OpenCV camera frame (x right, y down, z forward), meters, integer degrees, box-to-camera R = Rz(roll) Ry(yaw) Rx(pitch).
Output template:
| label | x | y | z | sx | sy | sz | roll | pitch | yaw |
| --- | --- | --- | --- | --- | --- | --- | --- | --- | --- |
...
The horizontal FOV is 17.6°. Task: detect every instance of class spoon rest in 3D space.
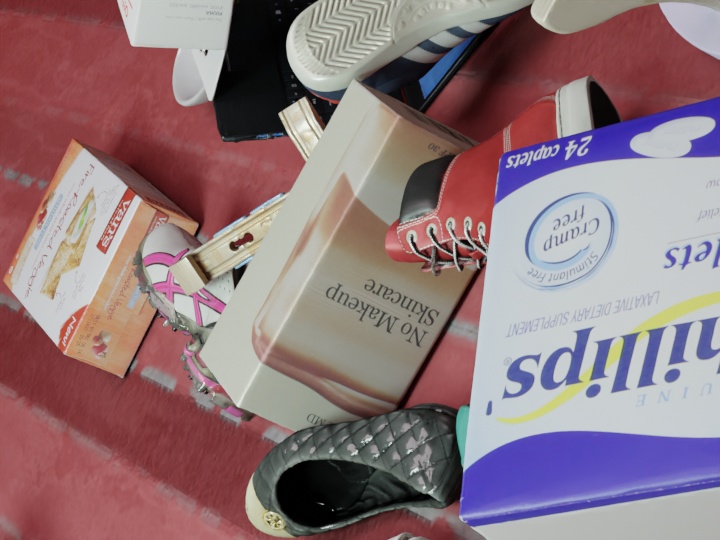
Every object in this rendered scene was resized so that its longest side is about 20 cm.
| label | x | y | z | sx | sy | sz | roll | pitch | yaw |
| --- | --- | --- | --- | --- | --- | --- | --- | --- | --- |
| spoon rest | -0.092 | -0.213 | 1.794 | 0.200 | 0.061 | 0.099 | -52 | 30 | 22 |

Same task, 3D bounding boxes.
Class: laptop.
| label | x | y | z | sx | sy | sz | roll | pitch | yaw |
| --- | --- | --- | --- | --- | --- | --- | --- | --- | --- |
| laptop | -0.007 | -0.185 | 1.573 | 0.178 | 0.199 | 0.104 | -103 | 9 | -51 |

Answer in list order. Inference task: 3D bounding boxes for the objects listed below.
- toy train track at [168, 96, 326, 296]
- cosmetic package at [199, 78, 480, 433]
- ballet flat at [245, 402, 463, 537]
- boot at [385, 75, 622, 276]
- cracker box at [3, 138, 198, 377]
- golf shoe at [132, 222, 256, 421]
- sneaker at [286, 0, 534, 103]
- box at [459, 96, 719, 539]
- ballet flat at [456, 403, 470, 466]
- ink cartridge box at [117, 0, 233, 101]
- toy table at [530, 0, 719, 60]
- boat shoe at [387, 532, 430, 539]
| label | x | y | z | sx | sy | sz | roll | pitch | yaw |
| --- | --- | --- | --- | --- | --- | --- | --- | --- | --- |
| toy train track | -0.049 | -0.034 | 1.493 | 0.200 | 0.115 | 0.033 | -30 | 7 | 31 |
| cosmetic package | 0.000 | 0.000 | 1.413 | 0.200 | 0.103 | 0.087 | -61 | 27 | 10 |
| ballet flat | -0.009 | 0.124 | 1.358 | 0.200 | 0.066 | 0.057 | -26 | 29 | 48 |
| boot | 0.079 | -0.007 | 1.269 | 0.144 | 0.072 | 0.200 | -26 | 35 | 21 |
| cracker box | -0.208 | -0.013 | 1.837 | 0.134 | 0.058 | 0.200 | -63 | 28 | 5 |
| golf shoe | -0.091 | 0.018 | 1.600 | 0.092 | 0.073 | 0.200 | -50 | 40 | 10 |
| sneaker | 0.049 | -0.165 | 1.458 | 0.199 | 0.085 | 0.075 | -24 | 73 | 1 |
| box | 0.156 | 0.032 | 1.052 | 0.183 | 0.105 | 0.201 | -14 | 54 | 33 |
| ballet flat | 0.095 | 0.114 | 1.186 | 0.071 | 0.067 | 0.200 | -60 | 28 | -9 |
| ink cartridge box | -0.121 | -0.224 | 1.536 | 0.117 | 0.067 | 0.201 | -111 | 27 | -54 |
| toy table | 0.180 | -0.190 | 1.237 | 0.184 | 0.117 | 0.200 | -65 | 28 | 1 |
| boat shoe | 0.020 | 0.180 | 1.284 | 0.070 | 0.071 | 0.200 | -46 | 15 | -26 |
